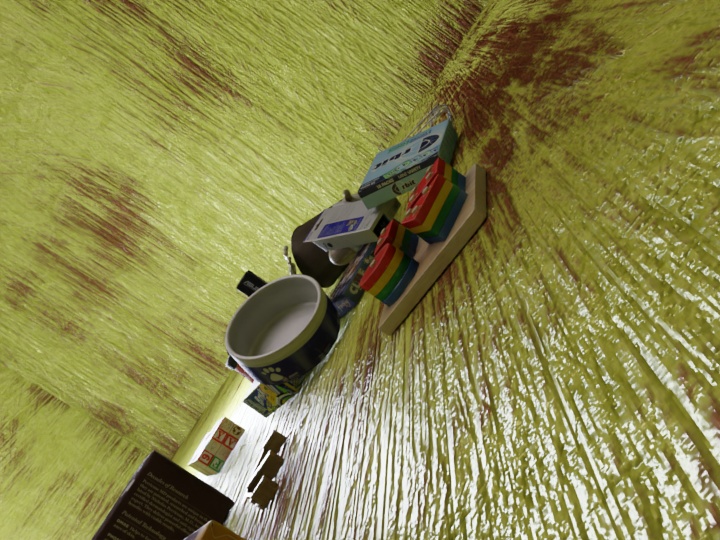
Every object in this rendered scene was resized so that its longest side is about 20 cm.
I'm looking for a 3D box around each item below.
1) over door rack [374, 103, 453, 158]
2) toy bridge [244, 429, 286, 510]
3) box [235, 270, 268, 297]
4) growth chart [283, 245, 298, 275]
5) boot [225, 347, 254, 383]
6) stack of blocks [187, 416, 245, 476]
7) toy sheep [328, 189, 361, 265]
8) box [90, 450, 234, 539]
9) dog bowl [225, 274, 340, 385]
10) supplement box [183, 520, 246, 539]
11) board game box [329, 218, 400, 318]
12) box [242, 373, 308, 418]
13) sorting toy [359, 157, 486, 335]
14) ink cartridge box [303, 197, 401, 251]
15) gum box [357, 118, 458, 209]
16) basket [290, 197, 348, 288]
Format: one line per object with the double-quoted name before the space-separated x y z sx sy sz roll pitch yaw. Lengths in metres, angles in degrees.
"over door rack" 0.134 -0.312 1.808 0.200 0.067 0.148 -33 12 13
"toy bridge" -0.138 0.292 1.095 0.067 0.027 0.200 -57 6 5
"box" -0.169 0.072 1.623 0.044 0.200 0.160 -56 6 -4
"growth chart" -0.149 0.029 1.867 0.018 0.200 0.145 -23 16 -1
"boot" -0.233 0.183 1.791 0.200 0.144 0.072 -51 7 28
"stack of blocks" -0.343 0.420 1.809 0.115 0.059 0.200 -59 7 -25
"toy sheep" -0.013 -0.100 1.635 0.200 0.138 0.138 -62 8 -16
"box" -0.342 0.440 1.242 0.166 0.164 0.200 -49 9 46
"dog bowl" -0.139 0.105 1.373 0.200 0.079 0.200 -21 36 17
"supplement box" -0.108 0.286 0.456 0.200 0.133 0.197 -47 12 53
"board game box" 0.000 0.000 1.475 0.200 0.035 0.135 -60 8 -30
"box" -0.162 0.217 1.467 0.070 0.064 0.200 -61 9 -32
"sorting toy" 0.077 -0.046 1.003 0.200 0.070 0.199 -53 8 24
"ink cartridge box" -0.019 -0.091 1.495 0.200 0.039 0.100 -6 45 47
"gum box" 0.094 -0.205 1.459 0.170 0.045 0.200 -23 21 23
"basket" -0.059 -0.080 1.855 0.200 0.136 0.180 -38 62 45
